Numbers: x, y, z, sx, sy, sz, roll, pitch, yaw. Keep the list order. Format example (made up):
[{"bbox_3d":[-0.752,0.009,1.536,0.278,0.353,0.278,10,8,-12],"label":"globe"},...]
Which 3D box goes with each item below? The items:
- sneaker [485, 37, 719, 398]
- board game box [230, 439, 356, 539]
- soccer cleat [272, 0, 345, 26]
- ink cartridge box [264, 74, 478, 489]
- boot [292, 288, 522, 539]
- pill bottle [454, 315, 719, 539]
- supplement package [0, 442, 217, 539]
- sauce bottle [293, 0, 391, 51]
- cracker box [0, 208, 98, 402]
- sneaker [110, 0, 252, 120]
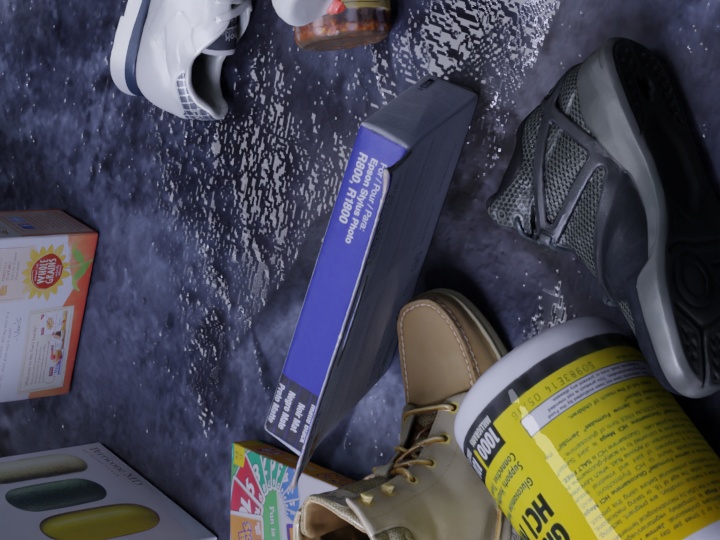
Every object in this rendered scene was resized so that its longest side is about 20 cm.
[{"bbox_3d":[0.138,-0.015,1.049,0.114,0.076,0.200,-34,66,43],"label":"sneaker"},{"bbox_3d":[-0.030,0.175,1.236,0.200,0.030,0.096,12,102,56],"label":"board game box"},{"bbox_3d":[-0.004,-0.238,1.140,0.077,0.069,0.200,30,87,20],"label":"soccer cleat"},{"bbox_3d":[0.000,0.000,1.108,0.041,0.200,0.200,21,111,9],"label":"ink cartridge box"},{"bbox_3d":[0.026,0.111,1.112,0.073,0.155,0.201,-19,80,44],"label":"boot"},{"bbox_3d":[0.145,0.132,1.025,0.200,0.112,0.113,55,128,27],"label":"pill bottle"},{"bbox_3d":[-0.237,0.231,1.356,0.152,0.200,0.151,31,114,39],"label":"supplement package"},{"bbox_3d":[-0.022,-0.239,1.196,0.066,0.066,0.201,-10,88,45],"label":"sauce bottle"},{"bbox_3d":[-0.296,0.029,1.400,0.058,0.200,0.134,29,113,40],"label":"cracker box"},{"bbox_3d":[-0.105,-0.201,1.289,0.080,0.076,0.201,25,116,29],"label":"sneaker"}]
